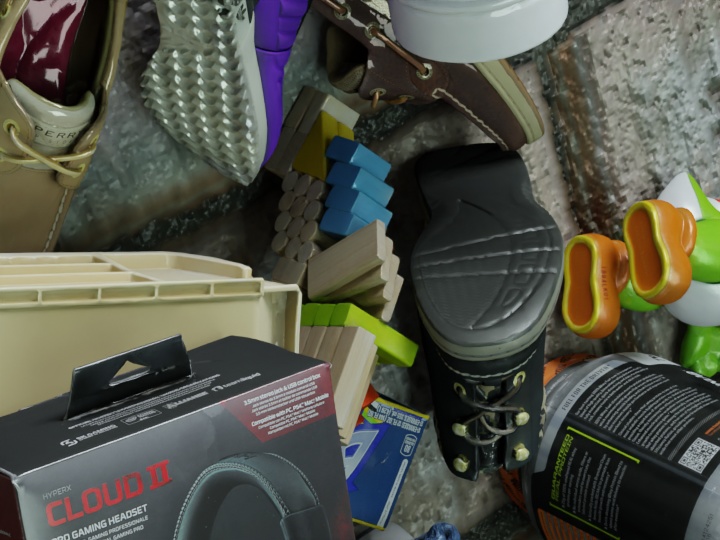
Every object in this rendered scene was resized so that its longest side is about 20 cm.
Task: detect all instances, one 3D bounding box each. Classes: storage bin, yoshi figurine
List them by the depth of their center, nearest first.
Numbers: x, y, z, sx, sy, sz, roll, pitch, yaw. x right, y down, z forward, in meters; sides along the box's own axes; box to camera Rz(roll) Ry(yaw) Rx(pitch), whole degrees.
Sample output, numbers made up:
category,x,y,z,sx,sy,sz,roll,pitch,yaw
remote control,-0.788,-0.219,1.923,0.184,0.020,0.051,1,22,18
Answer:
category,x,y,z,sx,sy,sz,roll,pitch,yaw
storage bin,-0.129,0.097,1.028,0.198,0.093,0.202,-2,97,-38
yoshi figurine,0.211,0.023,1.343,0.199,0.112,0.113,5,116,-38

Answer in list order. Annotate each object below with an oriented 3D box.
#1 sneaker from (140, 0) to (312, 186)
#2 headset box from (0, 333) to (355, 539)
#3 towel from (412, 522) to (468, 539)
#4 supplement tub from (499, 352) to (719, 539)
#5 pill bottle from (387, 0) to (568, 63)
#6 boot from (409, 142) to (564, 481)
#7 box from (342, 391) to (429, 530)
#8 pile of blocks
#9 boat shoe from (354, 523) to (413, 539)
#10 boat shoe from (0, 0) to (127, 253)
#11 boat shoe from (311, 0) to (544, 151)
category,x,y,z,sx,sy,sz,roll,pitch,yaw
sneaker,-0.045,-0.124,1.097,0.100,0.069,0.201,-47,157,-27
headset box,-0.078,0.126,0.964,0.148,0.077,0.201,-18,109,-34
towel,-0.008,0.219,1.212,0.111,0.048,0.201,-20,145,-52
supplement tub,0.168,0.116,1.275,0.122,0.200,0.123,-12,112,-32
pill bottle,0.041,-0.197,1.058,0.111,0.111,0.201,-28,128,-25
boot,0.065,0.042,1.196,0.073,0.204,0.155,-6,116,1
box,-0.066,0.065,1.176,0.199,0.070,0.065,21,90,-37
pile of blocks,0.000,0.000,1.152,0.062,0.082,0.201,31,46,-36
boat shoe,-0.053,0.167,1.213,0.200,0.066,0.072,-30,154,-41
boat shoe,-0.147,-0.075,1.079,0.074,0.066,0.202,3,102,-35
boat shoe,0.012,-0.116,1.184,0.072,0.072,0.200,-42,127,8
